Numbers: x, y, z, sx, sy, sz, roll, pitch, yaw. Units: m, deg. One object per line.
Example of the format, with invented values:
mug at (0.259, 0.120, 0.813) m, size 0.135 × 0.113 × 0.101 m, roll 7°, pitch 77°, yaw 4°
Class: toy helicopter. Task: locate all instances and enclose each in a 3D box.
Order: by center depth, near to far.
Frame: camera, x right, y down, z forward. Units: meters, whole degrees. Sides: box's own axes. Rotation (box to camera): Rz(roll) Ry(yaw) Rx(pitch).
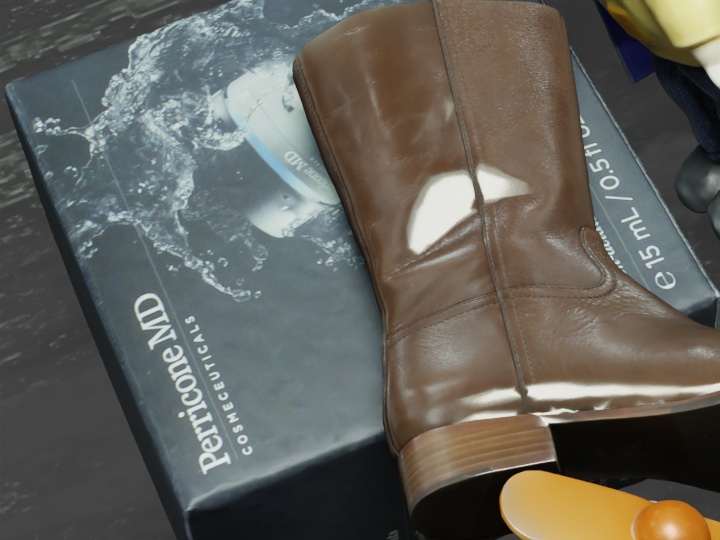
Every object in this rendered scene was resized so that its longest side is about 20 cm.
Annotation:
toy helicopter at (0.112, 0.097, 0.731) m, size 0.200 × 0.132 × 0.079 m, roll -19°, pitch 54°, yaw -6°

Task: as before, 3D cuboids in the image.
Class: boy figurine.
boy figurine at (0.101, -0.099, 0.830) m, size 0.064 × 0.200 × 0.124 m, roll -38°, pitch 31°, yaw 3°

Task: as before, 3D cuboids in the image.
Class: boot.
boot at (0.082, -0.021, 0.778) m, size 0.186 × 0.064 × 0.200 m, roll -9°, pitch 54°, yaw -5°

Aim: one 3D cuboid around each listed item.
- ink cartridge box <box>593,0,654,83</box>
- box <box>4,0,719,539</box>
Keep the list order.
ink cartridge box at (0.165, -0.203, 0.998) m, size 0.200 × 0.043 × 0.198 m, roll -27°, pitch 57°, yaw 10°
box at (0.000, 0.000, 0.871) m, size 0.200 × 0.117 × 0.197 m, roll -22°, pitch 58°, yaw -8°
